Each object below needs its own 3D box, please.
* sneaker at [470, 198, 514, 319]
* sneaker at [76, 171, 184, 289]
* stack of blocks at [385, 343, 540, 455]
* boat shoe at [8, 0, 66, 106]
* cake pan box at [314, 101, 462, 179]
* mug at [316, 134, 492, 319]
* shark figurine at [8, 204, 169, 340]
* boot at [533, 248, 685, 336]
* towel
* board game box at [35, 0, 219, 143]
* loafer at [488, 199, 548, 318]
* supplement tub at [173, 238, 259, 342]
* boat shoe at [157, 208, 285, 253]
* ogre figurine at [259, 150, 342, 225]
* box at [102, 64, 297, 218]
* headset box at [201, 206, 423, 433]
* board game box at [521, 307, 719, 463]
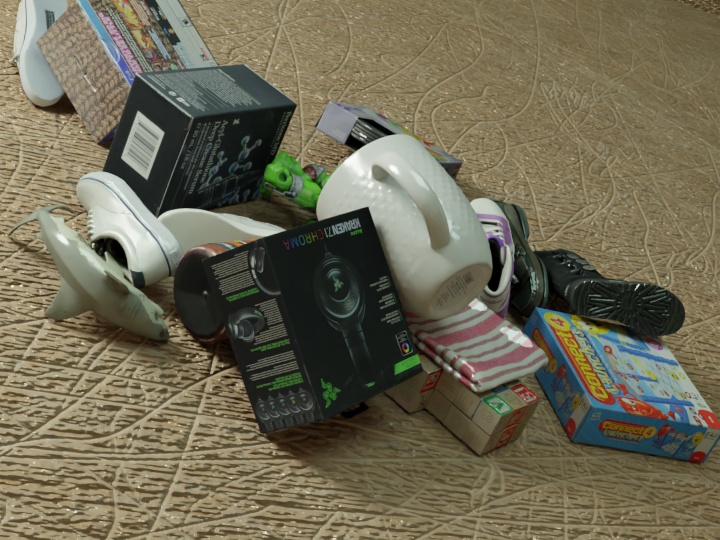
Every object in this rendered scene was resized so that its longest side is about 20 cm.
[{"bbox_3d":[0.169,-0.032,1.618,0.072,0.114,0.201,1,54,-3],"label":"sneaker"},{"bbox_3d":[-0.275,-0.048,1.413,0.071,0.073,0.200,-26,42,-28],"label":"sneaker"},{"bbox_3d":[0.089,0.117,1.429,0.200,0.059,0.115,40,31,26],"label":"stack of blocks"},{"bbox_3d":[-0.439,-0.296,1.709,0.074,0.086,0.203,9,60,-36],"label":"boat shoe"},{"bbox_3d":[0.044,-0.184,1.879,0.184,0.052,0.200,30,13,15],"label":"cake pan box"},{"bbox_3d":[0.056,-0.051,1.377,0.147,0.200,0.175,-32,62,-12],"label":"mug"},{"bbox_3d":[-0.300,0.004,1.301,0.214,0.090,0.128,43,-2,16],"label":"shark figurine"},{"bbox_3d":[0.327,0.025,1.717,0.164,0.066,0.200,16,7,-13],"label":"boot"},{"bbox_3d":[0.106,0.059,1.447,0.200,0.030,0.146,39,32,25],"label":"towel"},{"bbox_3d":[-0.299,-0.274,1.693,0.160,0.097,0.200,58,34,5],"label":"board game box"},{"bbox_3d":[0.199,-0.018,1.718,0.063,0.072,0.200,22,37,-28],"label":"loafer"},{"bbox_3d":[-0.101,0.017,1.401,0.200,0.107,0.107,-7,41,-46],"label":"supplement tub"},{"bbox_3d":[-0.151,-0.036,1.501,0.199,0.072,0.069,4,12,-23],"label":"boat shoe"},{"bbox_3d":[-0.063,-0.103,1.639,0.120,0.098,0.200,29,-14,0],"label":"ogre figurine"},{"bbox_3d":[-0.200,-0.164,1.588,0.107,0.149,0.200,38,31,23],"label":"box"},{"bbox_3d":[-0.043,0.055,1.296,0.174,0.093,0.201,-18,91,-50],"label":"headset box"},{"bbox_3d":[0.320,0.141,1.579,0.195,0.056,0.200,12,30,-24],"label":"board game box"}]
